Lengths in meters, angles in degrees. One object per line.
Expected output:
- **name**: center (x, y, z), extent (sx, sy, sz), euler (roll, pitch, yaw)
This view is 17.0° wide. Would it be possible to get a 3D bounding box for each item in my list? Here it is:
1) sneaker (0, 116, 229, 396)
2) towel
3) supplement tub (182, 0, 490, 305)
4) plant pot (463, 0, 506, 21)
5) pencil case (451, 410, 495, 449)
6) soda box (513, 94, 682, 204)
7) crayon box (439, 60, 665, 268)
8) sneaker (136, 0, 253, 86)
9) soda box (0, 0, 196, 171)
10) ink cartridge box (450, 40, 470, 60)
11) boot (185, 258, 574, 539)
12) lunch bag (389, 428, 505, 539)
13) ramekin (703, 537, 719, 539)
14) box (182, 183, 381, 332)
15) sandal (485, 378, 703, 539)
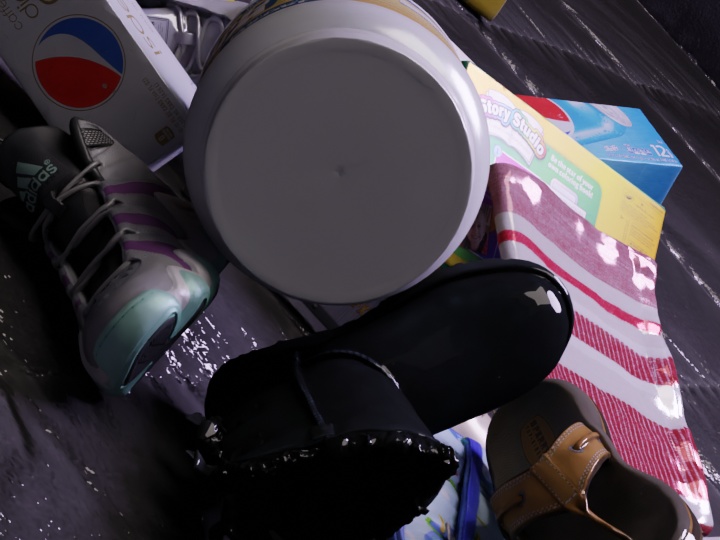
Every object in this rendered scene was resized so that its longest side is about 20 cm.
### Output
- **sneaker**: center (-0.135, -0.020, 1.138), extent (0.140, 0.078, 0.200), euler (42, 7, -6)
- **towel**: center (0.133, 0.044, 1.341), extent (0.144, 0.023, 0.200), euler (31, 38, -39)
- **supplement tub**: center (-0.012, -0.064, 1.174), extent (0.145, 0.145, 0.200), euler (42, 7, -9)
- **plant pot**: center (0.107, -0.407, 2.461), extent (0.176, 0.200, 0.200), euler (29, 20, -14)
- **pencil case**: center (0.063, 0.110, 1.282), extent (0.200, 0.078, 0.089), euler (42, 13, -12)
- **soda box**: center (0.101, -0.067, 1.529), extent (0.200, 0.068, 0.064), euler (3, 39, -34)
- **crayon box**: center (0.091, -0.024, 1.426), extent (0.200, 0.058, 0.119), euler (33, 63, -38)
- **sneaker**: center (-0.084, -0.126, 1.394), extent (0.200, 0.075, 0.115), euler (6, -3, 42)
- **soda box**: center (-0.163, -0.139, 1.291), extent (0.200, 0.068, 0.064), euler (55, 11, -1)
- **ink cartridge box**: center (0.060, -0.071, 1.647), extent (0.200, 0.116, 0.068), euler (45, 16, -5)
- **boot**: center (0.015, 0.065, 1.093), extent (0.162, 0.198, 0.074), euler (-112, -175, -75)
- **lunch bag**: center (0.055, 0.159, 1.145), extent (0.161, 0.082, 0.200), euler (41, 16, -5)
- **ramekin**: center (0.184, 0.215, 1.124), extent (0.202, 0.094, 0.203), euler (-11, 90, -84)
- **box**: center (0.000, 0.000, 1.447), extent (0.200, 0.048, 0.158), euler (48, 17, 7)
- **sandal**: center (0.092, 0.094, 1.095), extent (0.055, 0.082, 0.200), euler (48, 9, -25)
